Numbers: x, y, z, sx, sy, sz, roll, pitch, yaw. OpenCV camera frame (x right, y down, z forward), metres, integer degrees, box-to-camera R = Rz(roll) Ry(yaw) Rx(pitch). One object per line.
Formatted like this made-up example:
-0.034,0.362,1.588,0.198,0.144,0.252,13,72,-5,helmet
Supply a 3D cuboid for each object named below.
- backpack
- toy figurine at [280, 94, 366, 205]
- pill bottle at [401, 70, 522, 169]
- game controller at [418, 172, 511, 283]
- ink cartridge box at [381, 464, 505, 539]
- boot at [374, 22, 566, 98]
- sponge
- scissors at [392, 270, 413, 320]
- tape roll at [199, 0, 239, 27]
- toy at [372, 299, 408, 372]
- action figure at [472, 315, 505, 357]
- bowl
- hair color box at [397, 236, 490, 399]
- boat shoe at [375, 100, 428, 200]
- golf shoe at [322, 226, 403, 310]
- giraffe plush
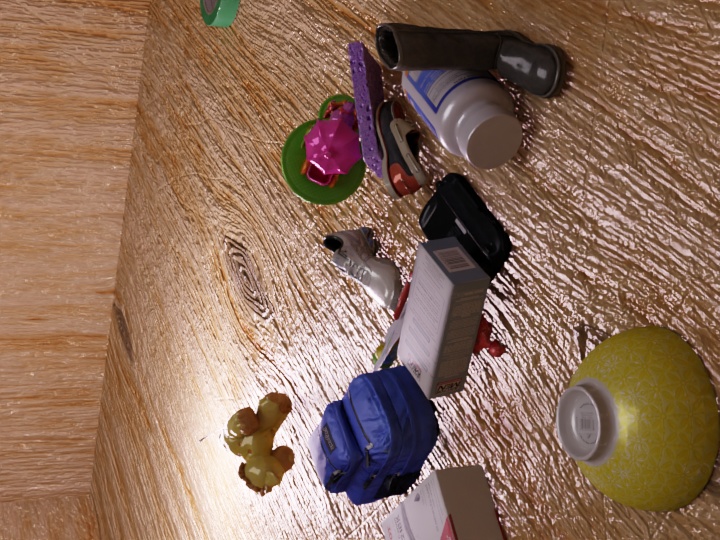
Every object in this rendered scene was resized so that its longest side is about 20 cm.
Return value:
0.023,0.252,1.643,0.163,0.167,0.200,62,142,27,backpack
-0.038,-0.218,1.773,0.184,0.149,0.201,153,140,-78,toy figurine
0.140,-0.223,1.456,0.200,0.111,0.113,-120,38,-46,pill bottle
0.144,-0.053,1.519,0.105,0.042,0.200,-65,33,28,game controller
0.116,0.385,1.530,0.200,0.083,0.145,123,139,-50,ink cartridge box
0.136,-0.270,1.359,0.182,0.199,0.073,44,125,57,boot
0.018,-0.260,1.745,0.112,0.030,0.202,38,-137,-69,sponge
0.077,0.006,1.568,0.200,0.014,0.073,108,-174,-58,scissors
-0.334,-0.683,2.562,0.200,0.048,0.202,-179,90,-65,tape roll
0.069,0.099,1.660,0.200,0.047,0.116,124,170,-56,toy
0.147,0.052,1.514,0.200,0.051,0.066,-122,35,-44,action figure
0.277,0.161,1.161,0.200,0.107,0.202,-179,90,-66,bowl
0.111,0.066,1.472,0.099,0.060,0.201,54,145,44,hair color box
0.066,-0.196,1.674,0.062,0.071,0.201,-26,44,22,boat shoe
0.000,0.000,1.775,0.200,0.097,0.079,54,135,50,golf shoe
-0.198,0.359,2.146,0.163,0.199,0.173,58,179,11,giraffe plush
